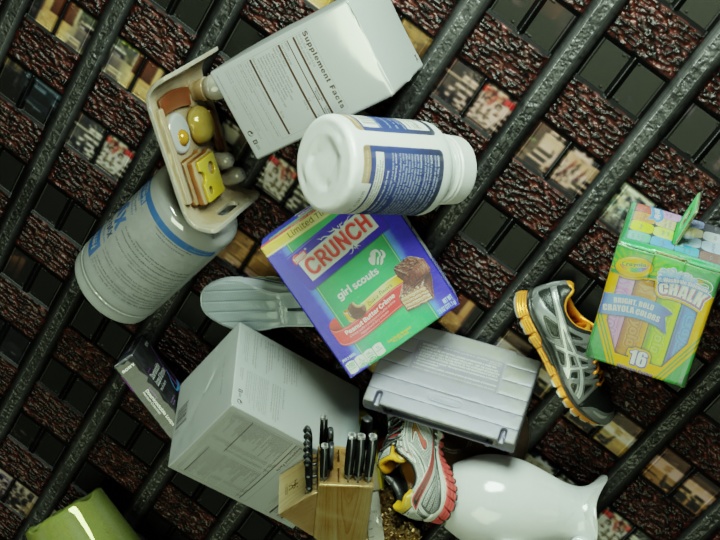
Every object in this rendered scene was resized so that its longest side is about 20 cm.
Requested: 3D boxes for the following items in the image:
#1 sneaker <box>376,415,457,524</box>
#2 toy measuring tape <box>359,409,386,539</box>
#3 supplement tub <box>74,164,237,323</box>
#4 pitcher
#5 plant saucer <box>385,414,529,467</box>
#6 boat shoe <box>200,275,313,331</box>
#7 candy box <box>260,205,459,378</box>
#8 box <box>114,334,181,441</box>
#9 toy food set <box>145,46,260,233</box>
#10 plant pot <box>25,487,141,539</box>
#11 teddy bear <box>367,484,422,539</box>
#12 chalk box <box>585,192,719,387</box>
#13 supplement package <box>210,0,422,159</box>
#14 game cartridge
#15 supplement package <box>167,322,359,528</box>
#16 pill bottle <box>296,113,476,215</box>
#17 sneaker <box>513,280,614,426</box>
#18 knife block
[{"bbox_3d":[0.061,0.220,1.638,0.082,0.201,0.078,10,138,-31],"label":"sneaker"},{"bbox_3d":[0.017,0.288,1.750,0.073,0.073,0.202,-14,80,26],"label":"toy measuring tape"},{"bbox_3d":[-0.267,-0.035,1.695,0.200,0.132,0.132,-39,96,29],"label":"supplement tub"},{"bbox_3d":[0.207,0.318,1.634,0.198,0.172,0.122,9,130,1],"label":"pitcher"},{"bbox_3d":[0.124,0.212,1.720,0.199,0.032,0.202,8,117,16],"label":"plant saucer"},{"bbox_3d":[-0.112,0.042,1.710,0.198,0.062,0.073,4,105,18],"label":"boat shoe"},{"bbox_3d":[0.000,0.000,1.607,0.169,0.077,0.201,-34,99,3],"label":"candy box"},{"bbox_3d":[-0.259,0.187,1.791,0.036,0.143,0.200,-37,99,2],"label":"box"},{"bbox_3d":[-0.184,-0.161,1.597,0.060,0.144,0.201,-8,110,24],"label":"toy food set"},{"bbox_3d":[-0.402,0.437,1.946,0.200,0.200,0.185,-32,89,30],"label":"plant pot"},{"bbox_3d":[0.027,0.381,1.813,0.144,0.067,0.201,-2,112,24],"label":"teddy bear"},{"bbox_3d":[0.346,0.007,1.486,0.123,0.124,0.201,17,117,12],"label":"chalk box"},{"bbox_3d":[-0.050,-0.236,1.524,0.199,0.121,0.120,-22,104,27],"label":"supplement package"},{"bbox_3d":[0.117,0.143,1.637,0.199,0.130,0.039,16,145,13],"label":"game cartridge"},{"bbox_3d":[-0.123,0.205,1.702,0.199,0.152,0.151,31,124,-23],"label":"supplement package"},{"bbox_3d":[0.035,-0.119,1.497,0.111,0.199,0.112,1,91,51],"label":"pill bottle"},{"bbox_3d":[0.264,0.102,1.591,0.077,0.078,0.201,-28,103,20],"label":"sneaker"},{"bbox_3d":[-0.009,0.263,1.609,0.175,0.064,0.200,-32,125,25],"label":"knife block"}]
